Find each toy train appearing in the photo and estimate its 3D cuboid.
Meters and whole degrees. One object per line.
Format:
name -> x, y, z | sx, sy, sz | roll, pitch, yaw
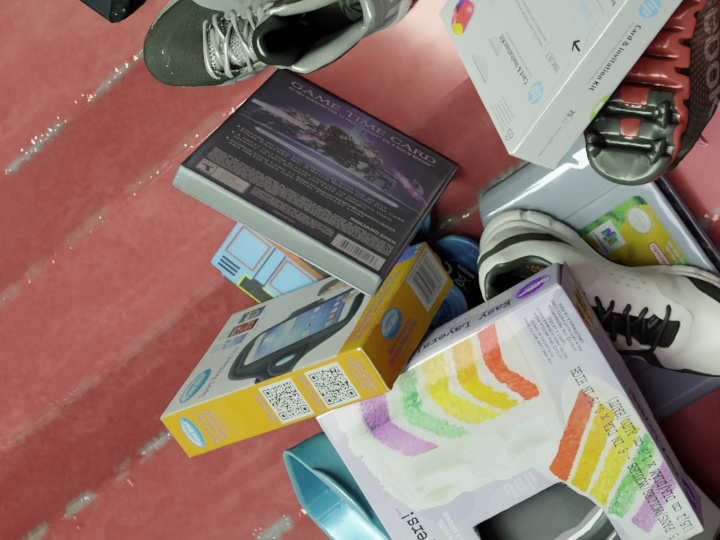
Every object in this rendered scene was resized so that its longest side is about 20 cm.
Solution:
toy train -> 0.000, 0.000, 1.455 | 0.199, 0.087, 0.114 | 37, 126, -3

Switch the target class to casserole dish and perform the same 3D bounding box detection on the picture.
casserole dish -> 0.005, 0.171, 1.486 | 0.121, 0.200, 0.039 | 40, 76, 18

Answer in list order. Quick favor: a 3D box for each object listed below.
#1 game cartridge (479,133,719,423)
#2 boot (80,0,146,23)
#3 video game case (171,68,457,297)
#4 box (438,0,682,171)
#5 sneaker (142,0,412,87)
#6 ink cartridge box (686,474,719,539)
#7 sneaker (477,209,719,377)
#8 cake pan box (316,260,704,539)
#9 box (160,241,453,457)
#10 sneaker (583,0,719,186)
game cartridge -> 0.174, 0.007, 1.429 | 0.133, 0.040, 0.201 | -33, 99, 29
boot -> -0.228, -0.211, 1.438 | 0.167, 0.076, 0.201 | 33, 111, 6
video game case -> -0.024, -0.062, 1.368 | 0.142, 0.200, 0.019 | 29, 117, 3
box -> 0.136, -0.186, 1.299 | 0.041, 0.156, 0.201 | 19, 121, -32
sneaker -> -0.070, -0.158, 1.390 | 0.198, 0.116, 0.076 | -16, 106, 22
ink cartridge box -> 0.128, 0.152, 1.458 | 0.200, 0.084, 0.144 | 45, 133, -5
sneaker -> 0.164, 0.028, 1.379 | 0.198, 0.080, 0.074 | 19, 114, 7
cake pan box -> 0.097, 0.123, 1.353 | 0.183, 0.052, 0.201 | -27, 105, 15
box -> -0.044, 0.055, 1.384 | 0.199, 0.119, 0.042 | -19, 115, 35
sneaker -> 0.194, -0.150, 1.341 | 0.070, 0.098, 0.202 | 12, 92, 25
